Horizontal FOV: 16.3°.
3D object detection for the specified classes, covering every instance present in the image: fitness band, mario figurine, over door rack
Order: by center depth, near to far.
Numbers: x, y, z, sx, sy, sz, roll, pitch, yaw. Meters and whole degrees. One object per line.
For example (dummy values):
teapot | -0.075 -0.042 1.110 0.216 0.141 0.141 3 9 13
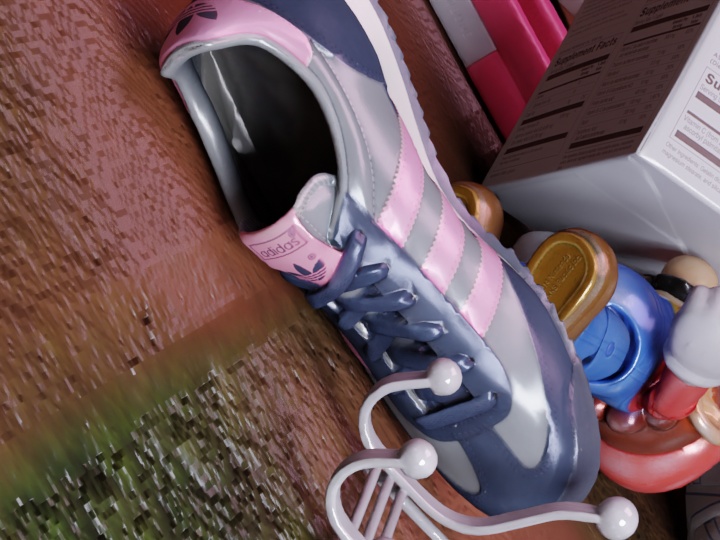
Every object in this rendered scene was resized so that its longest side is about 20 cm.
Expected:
over door rack | 0.060 0.129 0.701 0.200 0.066 0.148 58 17 -10
mario figurine | 0.100 0.010 0.964 0.200 0.106 0.124 32 31 -57
fitness band | 0.083 -0.107 1.240 0.200 0.037 0.144 63 16 3

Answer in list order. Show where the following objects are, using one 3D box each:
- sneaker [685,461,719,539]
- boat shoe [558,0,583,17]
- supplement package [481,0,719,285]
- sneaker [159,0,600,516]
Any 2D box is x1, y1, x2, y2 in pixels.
sneaker | 0.163 0.099 1.074 0.074 0.087 0.200 18 6 -8
boat shoe | 0.103 -0.242 1.486 0.200 0.064 0.071 59 16 -4
supplement package | 0.181 -0.032 1.047 0.200 0.111 0.156 34 -14 -16
sneaker | 0.000 0.000 0.772 0.200 0.070 0.082 58 34 -1
